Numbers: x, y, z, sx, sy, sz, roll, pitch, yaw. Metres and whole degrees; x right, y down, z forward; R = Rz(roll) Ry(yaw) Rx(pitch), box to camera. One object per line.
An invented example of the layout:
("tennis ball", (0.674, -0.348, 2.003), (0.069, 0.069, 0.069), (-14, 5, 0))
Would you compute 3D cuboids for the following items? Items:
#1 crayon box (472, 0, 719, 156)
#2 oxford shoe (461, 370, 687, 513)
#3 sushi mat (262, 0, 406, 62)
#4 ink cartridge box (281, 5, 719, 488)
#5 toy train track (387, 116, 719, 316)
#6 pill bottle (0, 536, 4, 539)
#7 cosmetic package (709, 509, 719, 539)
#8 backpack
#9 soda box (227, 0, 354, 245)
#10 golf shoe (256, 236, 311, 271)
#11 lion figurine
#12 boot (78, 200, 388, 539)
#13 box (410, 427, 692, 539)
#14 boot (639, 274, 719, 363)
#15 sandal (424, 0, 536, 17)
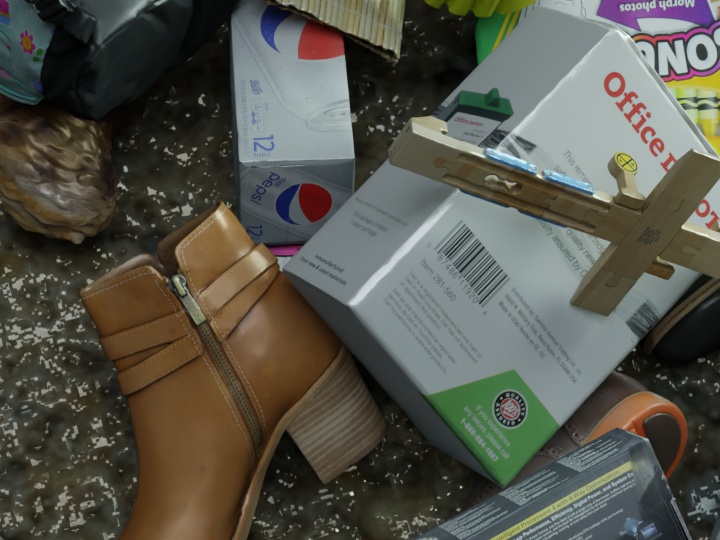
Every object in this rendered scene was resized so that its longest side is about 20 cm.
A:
("crayon box", (0.163, -0.123, 1.557), (0.199, 0.058, 0.174), (-5, 95, 6))
("oxford shoe", (0.084, 0.134, 1.506), (0.200, 0.071, 0.073), (-42, 42, -11))
("sushi mat", (-0.007, -0.216, 1.569), (0.095, 0.012, 0.201), (21, 58, -22))
("ink cartridge box", (0.083, -0.015, 1.457), (0.200, 0.084, 0.146), (-46, 120, -10))
("toy train track", (0.104, -0.040, 1.390), (0.199, 0.115, 0.033), (18, 40, -24))
("pill bottle", (-0.174, 0.218, 1.423), (0.200, 0.112, 0.112), (42, 72, 15))
("cosmetic package", (0.285, 0.130, 1.422), (0.198, 0.200, 0.124), (23, 112, 7))
("backpack", (-0.178, -0.175, 1.512), (0.200, 0.127, 0.167), (36, 42, 16))
("soda box", (-0.040, -0.109, 1.559), (0.063, 0.068, 0.201), (-2, 48, -3))
("golf shoe", (0.000, 0.000, 1.544), (0.199, 0.073, 0.093), (-2, 66, -3))
("lion figurine", (-0.160, -0.116, 1.583), (0.122, 0.073, 0.201), (20, 72, 16))
("boot", (-0.100, 0.075, 1.462), (0.200, 0.077, 0.156), (-36, 104, -2))
("box", (0.087, 0.198, 1.439), (0.199, 0.049, 0.162), (-28, 103, -12))
("boot", (0.265, 0.038, 1.541), (0.199, 0.078, 0.139), (-25, 75, -11))
("sandal", (0.019, -0.207, 1.499), (0.199, 0.080, 0.087), (28, 43, -13))
